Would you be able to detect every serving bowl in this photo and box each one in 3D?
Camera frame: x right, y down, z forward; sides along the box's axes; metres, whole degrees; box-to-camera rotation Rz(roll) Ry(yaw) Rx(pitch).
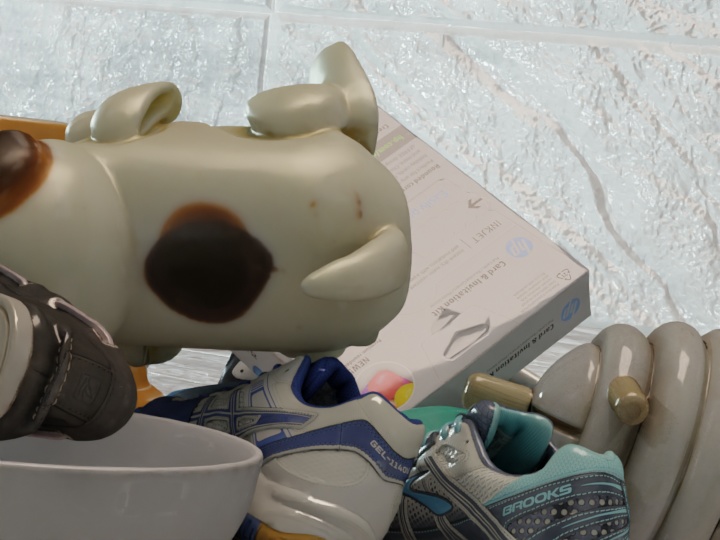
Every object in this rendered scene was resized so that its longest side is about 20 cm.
[{"bbox_3d":[-0.139,0.091,0.862,0.198,0.066,0.200,7,2,0],"label":"serving bowl"}]

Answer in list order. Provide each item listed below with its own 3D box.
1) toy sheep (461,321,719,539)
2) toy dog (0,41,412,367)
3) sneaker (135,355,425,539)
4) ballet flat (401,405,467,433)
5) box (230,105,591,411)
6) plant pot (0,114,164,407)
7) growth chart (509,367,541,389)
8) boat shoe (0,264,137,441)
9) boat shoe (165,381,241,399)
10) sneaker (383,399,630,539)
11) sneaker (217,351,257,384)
[{"bbox_3d":[0.141,0.085,1.018,0.199,0.139,0.138,24,1,-4],"label":"toy sheep"},{"bbox_3d":[-0.087,-0.005,0.983,0.198,0.141,0.194,-5,28,-14],"label":"toy dog"},{"bbox_3d":[-0.034,0.078,0.977,0.075,0.088,0.200,38,-10,-30],"label":"sneaker"},{"bbox_3d":[0.060,0.105,1.121,0.070,0.068,0.199,26,16,36],"label":"ballet flat"},{"bbox_3d":[0.000,0.000,1.199,0.156,0.041,0.200,-36,53,-21],"label":"box"},{"bbox_3d":[-0.189,0.015,1.119,0.198,0.185,0.200,6,3,0],"label":"plant pot"},{"bbox_3d":[0.119,0.084,1.370,0.144,0.018,0.200,31,-4,21],"label":"growth chart"},{"bbox_3d":[-0.148,0.030,0.859,0.057,0.067,0.200,23,-2,-31],"label":"boat shoe"},{"bbox_3d":[-0.014,0.094,1.203,0.198,0.085,0.069,-11,13,-9],"label":"boat shoe"},{"bbox_3d":[0.052,0.097,0.969,0.077,0.087,0.199,5,3,-35],"label":"sneaker"},{"bbox_3d":[-0.055,0.027,1.326,0.129,0.200,0.080,-32,-7,-2],"label":"sneaker"}]
